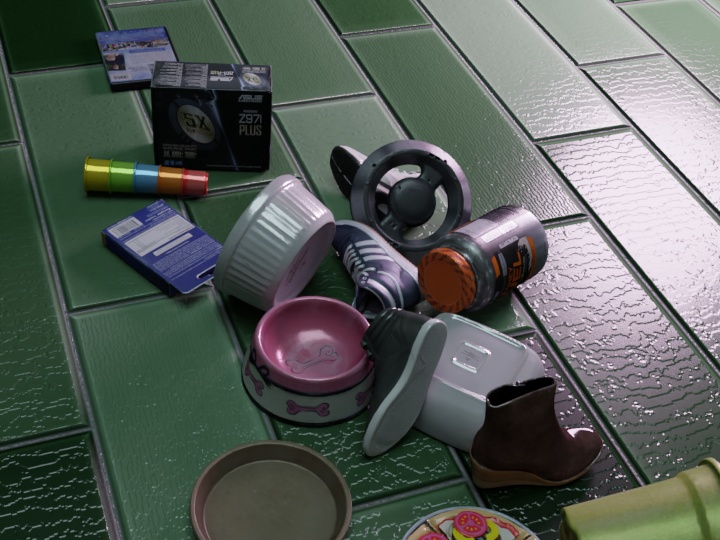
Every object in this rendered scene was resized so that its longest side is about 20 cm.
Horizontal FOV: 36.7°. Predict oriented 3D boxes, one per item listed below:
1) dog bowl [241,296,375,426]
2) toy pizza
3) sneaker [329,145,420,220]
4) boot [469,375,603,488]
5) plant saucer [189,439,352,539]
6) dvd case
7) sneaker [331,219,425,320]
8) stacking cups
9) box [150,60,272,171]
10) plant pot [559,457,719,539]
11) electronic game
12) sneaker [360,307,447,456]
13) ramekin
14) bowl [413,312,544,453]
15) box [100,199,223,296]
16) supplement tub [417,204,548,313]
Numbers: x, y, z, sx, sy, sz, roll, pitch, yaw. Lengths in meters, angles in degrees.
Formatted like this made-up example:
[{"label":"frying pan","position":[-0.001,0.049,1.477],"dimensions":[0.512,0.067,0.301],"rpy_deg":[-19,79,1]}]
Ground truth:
[{"label":"dog bowl","position":[-0.065,0.117,1.505],"dimensions":[0.198,0.074,0.201],"rpy_deg":[4,42,-3]},{"label":"toy pizza","position":[0.139,0.357,1.288],"dimensions":[0.199,0.032,0.201],"rpy_deg":[4,41,-3]},{"label":"sneaker","position":[0.044,-0.148,1.832],"dimensions":[0.115,0.076,0.200],"rpy_deg":[-23,57,-40]},{"label":"boot","position":[0.235,0.200,1.375],"dimensions":[0.199,0.167,0.073],"rpy_deg":[-11,44,-19]},{"label":"plant saucer","position":[-0.109,0.293,1.332],"dimensions":[0.198,0.030,0.201],"rpy_deg":[3,42,-3]},{"label":"dvd case","position":[-0.427,-0.412,2.101],"dimensions":[0.142,0.018,0.201],"rpy_deg":[-9,43,-17]},{"label":"sneaker","position":[0.000,0.000,1.647],"dimensions":[0.200,0.070,0.108],"rpy_deg":[37,48,27]},{"label":"stacking cups","position":[-0.351,-0.149,1.783],"dimensions":[0.198,0.061,0.061],"rpy_deg":[5,41,-3]},{"label":"box","position":[-0.250,-0.260,1.841],"dimensions":[0.198,0.165,0.086],"rpy_deg":[2,41,-6]},{"label":"plant pot","position":[0.330,0.328,1.246],"dimensions":[0.183,0.201,0.201],"rpy_deg":[-8,42,1]},{"label":"electronic game","position":[0.081,-0.108,1.725],"dimensions":[0.198,0.042,0.202],"rpy_deg":[1,83,-10]},{"label":"sneaker","position":[0.035,0.140,1.436],"dimensions":[0.099,0.201,0.070],"rpy_deg":[29,7,42]},{"label":"ramekin","position":[-0.118,-0.031,1.582],"dimensions":[0.094,0.203,0.202],"rpy_deg":[33,47,11]},{"label":"bowl","position":[0.148,0.144,1.501],"dimensions":[0.199,0.075,0.200],"rpy_deg":[25,45,18]},{"label":"box","position":[-0.290,-0.030,1.673],"dimensions":[0.200,0.033,0.121],"rpy_deg":[33,48,30]},{"label":"supplement tub","position":[0.183,-0.015,1.630],"dimensions":[0.122,0.123,0.199],"rpy_deg":[34,41,28]}]
